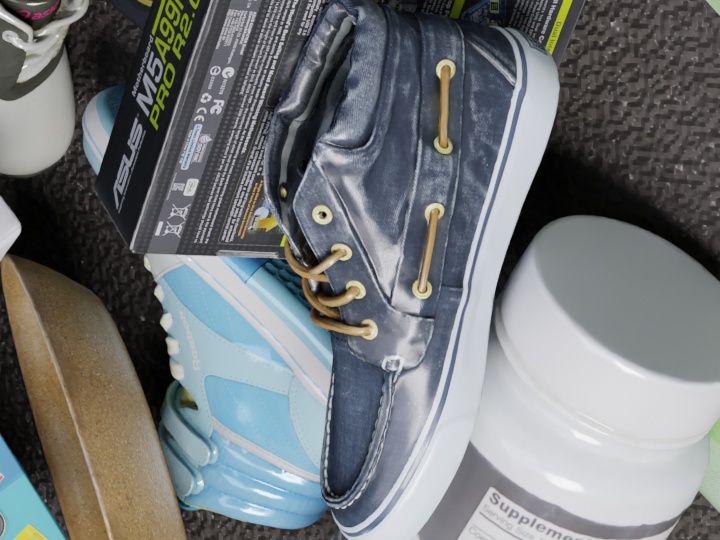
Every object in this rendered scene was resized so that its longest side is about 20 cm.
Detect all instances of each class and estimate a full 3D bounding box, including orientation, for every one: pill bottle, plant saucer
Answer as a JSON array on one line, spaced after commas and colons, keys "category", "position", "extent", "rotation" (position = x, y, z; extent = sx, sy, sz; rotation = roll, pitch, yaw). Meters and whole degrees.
[{"category": "pill bottle", "position": [0.066, 0.083, 1.103], "extent": [0.113, 0.113, 0.200], "rotation": [39, 124, 16]}, {"category": "plant saucer", "position": [-0.109, 0.084, 1.212], "extent": [0.200, 0.035, 0.201], "rotation": [163, 90, -78]}]

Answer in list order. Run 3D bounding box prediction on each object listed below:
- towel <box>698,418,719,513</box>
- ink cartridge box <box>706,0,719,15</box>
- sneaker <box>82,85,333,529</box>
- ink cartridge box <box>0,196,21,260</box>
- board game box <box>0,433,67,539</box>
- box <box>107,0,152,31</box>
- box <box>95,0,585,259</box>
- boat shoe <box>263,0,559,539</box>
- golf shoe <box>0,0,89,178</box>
[{"category": "towel", "position": [0.224, 0.099, 1.062], "extent": [0.200, 0.031, 0.149], "rotation": [45, 123, 12]}, {"category": "ink cartridge box", "position": [0.159, -0.175, 0.951], "extent": [0.146, 0.048, 0.200], "rotation": [46, 142, -10]}, {"category": "sneaker", "position": [-0.069, 0.027, 1.197], "extent": [0.200, 0.079, 0.131], "rotation": [48, 124, 12]}, {"category": "ink cartridge box", "position": [-0.225, -0.046, 1.223], "extent": [0.161, 0.050, 0.200], "rotation": [53, 157, 1]}, {"category": "board game box", "position": [-0.206, 0.058, 1.231], "extent": [0.151, 0.047, 0.200], "rotation": [23, 146, 60]}, {"category": "box", "position": [-0.096, -0.207, 1.154], "extent": [0.200, 0.049, 0.161], "rotation": [42, 120, 15]}, {"category": "box", "position": [0.003, -0.096, 1.061], "extent": [0.044, 0.160, 0.200], "rotation": [54, 133, 45]}, {"category": "boat shoe", "position": [0.000, 0.000, 1.037], "extent": [0.071, 0.091, 0.201], "rotation": [22, 98, 60]}, {"category": "golf shoe", "position": [-0.152, -0.102, 1.162], "extent": [0.088, 0.077, 0.200], "rotation": [29, 153, 34]}]
